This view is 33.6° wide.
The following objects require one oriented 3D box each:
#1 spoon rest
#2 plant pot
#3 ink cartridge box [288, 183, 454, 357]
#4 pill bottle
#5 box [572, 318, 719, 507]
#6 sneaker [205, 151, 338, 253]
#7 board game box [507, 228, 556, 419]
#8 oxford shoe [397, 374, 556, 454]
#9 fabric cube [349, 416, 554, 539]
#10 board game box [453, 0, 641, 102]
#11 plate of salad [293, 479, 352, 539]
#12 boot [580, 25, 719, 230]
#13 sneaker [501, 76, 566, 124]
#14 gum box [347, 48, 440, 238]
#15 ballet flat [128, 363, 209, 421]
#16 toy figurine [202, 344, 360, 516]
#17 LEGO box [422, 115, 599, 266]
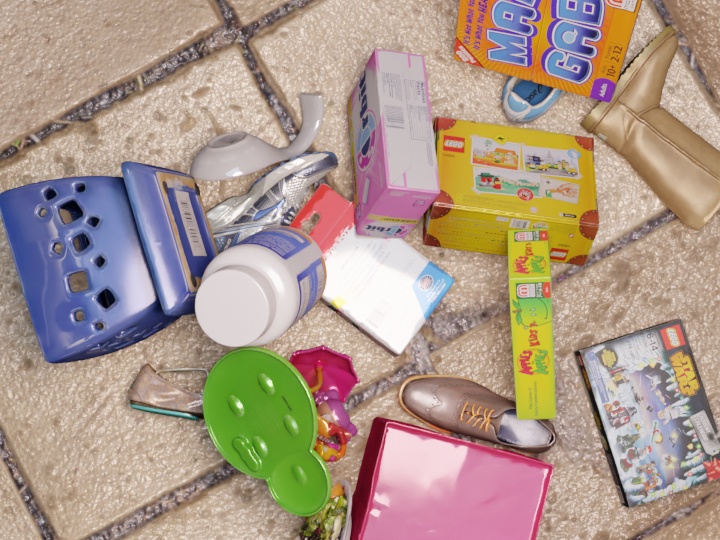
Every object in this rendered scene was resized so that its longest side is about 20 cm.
[{"bbox_3d":[-0.118,-0.149,1.433,0.200,0.099,0.061,-35,122,-35],"label":"spoon rest"},{"bbox_3d":[-0.268,-0.018,1.354,0.179,0.200,0.201,-18,87,11],"label":"plant pot"},{"bbox_3d":[0.000,0.000,1.451,0.200,0.067,0.116,38,83,1],"label":"ink cartridge box"},{"bbox_3d":[-0.112,0.020,1.321,0.111,0.200,0.113,3,102,13],"label":"pill bottle"},{"bbox_3d":[0.358,0.174,1.467,0.136,0.040,0.201,-17,85,-6],"label":"box"},{"bbox_3d":[-0.105,-0.072,1.456,0.199,0.077,0.085,-33,91,4],"label":"sneaker"},{"bbox_3d":[0.199,0.064,1.385,0.047,0.102,0.201,-3,123,8],"label":"board game box"},{"bbox_3d":[0.143,0.170,1.439,0.199,0.073,0.072,15,85,-1],"label":"oxford shoe"},{"bbox_3d":[0.089,0.287,1.362,0.195,0.199,0.201,16,84,-3],"label":"fabric cube"},{"bbox_3d":[0.237,-0.356,1.390,0.199,0.200,0.201,18,63,9],"label":"board game box"},{"bbox_3d":[-0.060,0.329,1.349,0.048,0.200,0.201,23,84,-11],"label":"plate of salad"},{"bbox_3d":[0.400,-0.179,1.495,0.200,0.066,0.175,40,96,2],"label":"boot"},{"bbox_3d":[0.250,-0.266,1.489,0.072,0.072,0.200,38,82,3],"label":"sneaker"},{"bbox_3d":[0.035,-0.154,1.411,0.066,0.114,0.201,5,63,-18],"label":"gum box"},{"bbox_3d":[-0.178,0.155,1.429,0.199,0.068,0.068,15,77,-3],"label":"ballet flat"},{"bbox_3d":[-0.056,0.163,1.377,0.150,0.184,0.201,-38,81,29],"label":"toy figurine"},{"bbox_3d":[0.179,-0.097,1.433,0.199,0.077,0.150,8,51,-2],"label":"LEGO box"}]
